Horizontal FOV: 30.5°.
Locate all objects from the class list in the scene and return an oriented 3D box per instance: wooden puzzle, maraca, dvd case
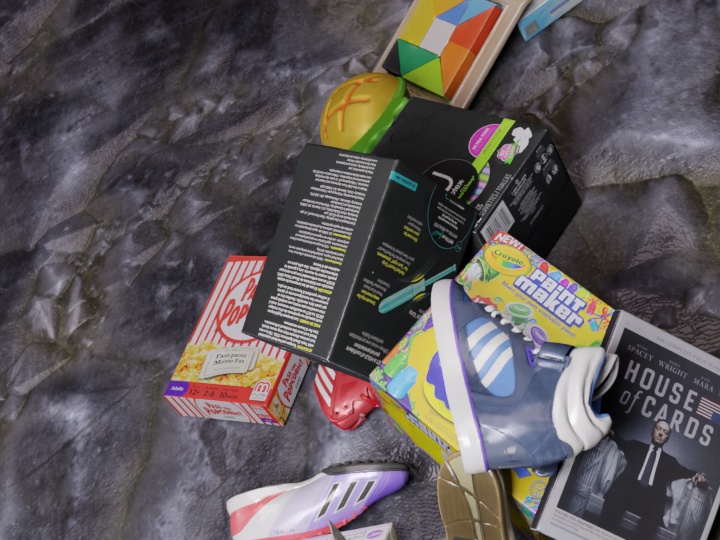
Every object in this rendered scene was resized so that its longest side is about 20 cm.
[{"bbox_3d":[0.105,-0.295,1.680,0.184,0.037,0.201,32,89,46],"label":"wooden puzzle"},{"bbox_3d":[0.010,-0.175,1.593,0.138,0.107,0.200,-50,16,9],"label":"maraca"},{"bbox_3d":[0.246,0.156,1.125,0.202,0.149,0.025,-66,11,-10],"label":"dvd case"}]

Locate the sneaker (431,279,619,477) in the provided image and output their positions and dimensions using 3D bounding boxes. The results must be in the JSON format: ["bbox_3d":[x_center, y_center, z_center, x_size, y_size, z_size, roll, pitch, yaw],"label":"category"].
[{"bbox_3d":[0.142,0.078,1.115,0.144,0.081,0.202,-12,45,5],"label":"sneaker"}]

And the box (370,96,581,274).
[{"bbox_3d":[0.112,-0.083,1.455,0.199,0.125,0.149,21,66,43],"label":"box"}]

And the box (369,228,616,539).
[{"bbox_3d":[0.149,0.108,1.225,0.199,0.122,0.193,36,75,25],"label":"box"}]

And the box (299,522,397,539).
[{"bbox_3d":[-0.058,0.288,1.284,0.197,0.042,0.039,-15,13,17],"label":"box"}]

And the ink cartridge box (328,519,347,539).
[{"bbox_3d":[0.005,0.339,1.128,0.047,0.161,0.201,-25,43,8],"label":"ink cartridge box"}]

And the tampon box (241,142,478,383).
[{"bbox_3d":[0.000,0.000,1.306,0.125,0.149,0.203,14,82,41],"label":"tampon box"}]

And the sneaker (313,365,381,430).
[{"bbox_3d":[0.035,0.125,1.378,0.198,0.078,0.117,14,77,42],"label":"sneaker"}]

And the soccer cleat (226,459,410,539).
[{"bbox_3d":[-0.039,0.240,1.324,0.197,0.068,0.074,-17,69,14],"label":"soccer cleat"}]

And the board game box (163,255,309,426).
[{"bbox_3d":[-0.121,0.077,1.520,0.150,0.046,0.202,1,54,33],"label":"board game box"}]

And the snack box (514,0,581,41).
[{"bbox_3d":[0.210,-0.387,1.721,0.116,0.037,0.201,-35,43,2],"label":"snack box"}]

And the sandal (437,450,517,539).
[{"bbox_3d":[0.105,0.241,1.152,0.079,0.203,0.054,8,22,26],"label":"sandal"}]
